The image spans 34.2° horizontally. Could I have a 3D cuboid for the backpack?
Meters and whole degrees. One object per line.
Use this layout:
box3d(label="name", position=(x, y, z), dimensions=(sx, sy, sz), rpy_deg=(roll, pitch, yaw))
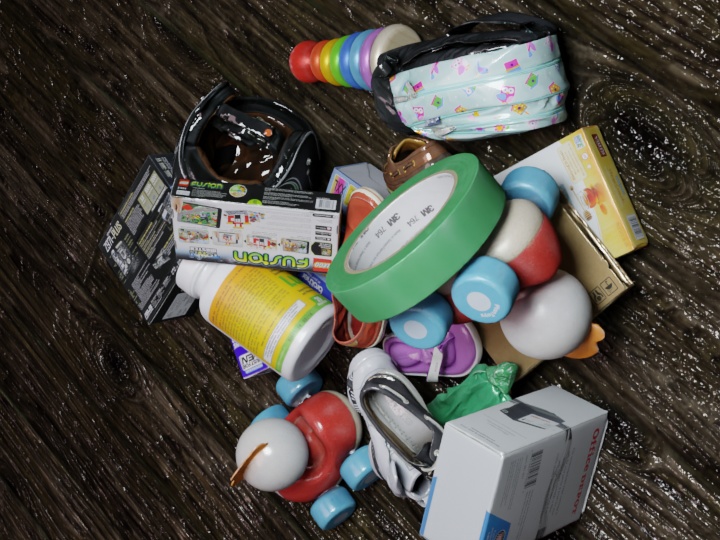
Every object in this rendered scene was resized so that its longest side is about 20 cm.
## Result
box3d(label="backpack", position=(0.133, -0.207, 1.291), dimensions=(0.200, 0.167, 0.127), rpy_deg=(-2, 113, 39))

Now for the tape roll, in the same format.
box3d(label="tape roll", position=(0.054, -0.034, 1.188), dimensions=(0.048, 0.200, 0.200), rpy_deg=(46, 134, -17))

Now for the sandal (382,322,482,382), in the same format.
box3d(label="sandal", position=(0.081, 0.103, 1.421), dimensions=(0.083, 0.050, 0.203), rpy_deg=(60, 151, -2))

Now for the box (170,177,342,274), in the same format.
box3d(label="box", position=(-0.124, -0.052, 1.408), dimensions=(0.200, 0.035, 0.110), rpy_deg=(6, 138, 1))

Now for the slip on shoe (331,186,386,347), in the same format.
box3d(label="slip on shoe", position=(0.000, 0.000, 1.402), dimensions=(0.074, 0.061, 0.200), rpy_deg=(17, 109, 38))

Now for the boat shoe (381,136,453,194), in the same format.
box3d(label="boat shoe", position=(0.067, -0.125, 1.361), dimensions=(0.068, 0.072, 0.200), rpy_deg=(60, 171, -13))

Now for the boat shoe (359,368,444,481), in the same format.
box3d(label="boat shoe", position=(0.075, 0.201, 1.365), dimensions=(0.074, 0.060, 0.200), rpy_deg=(-41, 86, 24))

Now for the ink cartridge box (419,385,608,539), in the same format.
box3d(label="ink cartridge box", position=(0.172, 0.223, 1.292), dimensions=(0.084, 0.200, 0.145), rpy_deg=(27, 116, 38))

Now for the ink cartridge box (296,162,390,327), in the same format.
box3d(label="ink cartridge box", position=(0.004, -0.016, 1.487), dimensions=(0.136, 0.076, 0.200), rpy_deg=(37, 122, 32))

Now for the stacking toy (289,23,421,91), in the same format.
box3d(label="stacking toy", position=(-0.017, -0.261, 1.458), dimensions=(0.200, 0.085, 0.085), rpy_deg=(10, 104, 45))

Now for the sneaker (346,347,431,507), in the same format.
box3d(label="sneaker", position=(0.046, 0.196, 1.442), dimensions=(0.115, 0.075, 0.200), rpy_deg=(41, 148, 59))

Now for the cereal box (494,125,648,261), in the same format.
box3d(label="cereal box", position=(0.207, -0.055, 1.313), dimensions=(0.200, 0.040, 0.144), rpy_deg=(-29, 81, 41))

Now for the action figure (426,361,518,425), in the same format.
box3d(label="action figure", position=(0.138, 0.165, 1.381), dimensions=(0.118, 0.055, 0.200), rpy_deg=(52, 146, 19))

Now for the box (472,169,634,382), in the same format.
box3d(label="box", position=(0.185, 0.009, 1.309), dimensions=(0.164, 0.021, 0.200), rpy_deg=(54, 131, 13))

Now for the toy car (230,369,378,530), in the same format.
box3d(label="toy car", position=(-0.107, 0.249, 1.551), dimensions=(0.184, 0.200, 0.177), rpy_deg=(50, 127, 24))

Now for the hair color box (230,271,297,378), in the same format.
box3d(label="hair color box", position=(-0.135, 0.037, 1.599), dimensions=(0.065, 0.109, 0.200), rpy_deg=(-28, 78, 42))

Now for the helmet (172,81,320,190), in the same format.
box3d(label="helmet", position=(-0.147, -0.138, 1.513), dimensions=(0.200, 0.191, 0.200), rpy_deg=(0, 82, 2))

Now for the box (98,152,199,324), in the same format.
box3d(label="box", position=(-0.281, -0.047, 1.731), dimensions=(0.164, 0.086, 0.200), rpy_deg=(53, 128, 22))

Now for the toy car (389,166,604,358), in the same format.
box3d(label="toy car", position=(0.164, 0.034, 1.229), dimensions=(0.177, 0.184, 0.200), rpy_deg=(-27, 113, 42))

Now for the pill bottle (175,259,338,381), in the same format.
box3d(label="pill bottle", position=(-0.131, 0.041, 1.477), dimensions=(0.200, 0.111, 0.111), rpy_deg=(34, 120, 17))
